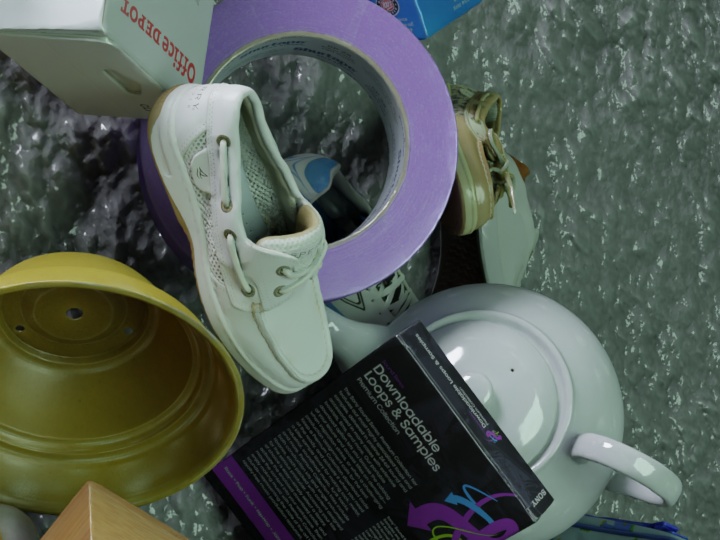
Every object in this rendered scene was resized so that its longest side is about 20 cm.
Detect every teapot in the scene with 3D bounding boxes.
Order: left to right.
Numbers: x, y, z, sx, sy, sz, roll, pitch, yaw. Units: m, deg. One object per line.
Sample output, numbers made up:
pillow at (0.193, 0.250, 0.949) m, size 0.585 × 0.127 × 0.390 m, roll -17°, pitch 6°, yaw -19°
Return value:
teapot at (0.086, 0.094, 1.178) m, size 0.146 × 0.200 × 0.198 m, roll 62°, pitch 9°, yaw -75°

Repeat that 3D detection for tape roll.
tape roll at (-0.041, -0.078, 1.128) m, size 0.200 × 0.066 × 0.200 m, roll 1°, pitch 87°, yaw -9°

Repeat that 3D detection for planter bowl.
planter bowl at (-0.168, 0.050, 1.037) m, size 0.200 × 0.200 × 0.084 m, roll 44°, pitch 28°, yaw -36°

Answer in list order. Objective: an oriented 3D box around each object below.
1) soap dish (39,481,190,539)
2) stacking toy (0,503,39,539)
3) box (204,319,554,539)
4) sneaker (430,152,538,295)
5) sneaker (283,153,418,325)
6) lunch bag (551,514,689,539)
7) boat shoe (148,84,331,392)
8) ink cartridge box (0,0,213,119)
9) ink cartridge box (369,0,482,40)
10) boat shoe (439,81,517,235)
soap dish at (-0.149, 0.241, 1.015) m, size 0.157 × 0.081 × 0.200 m, roll 35°, pitch 101°, yaw -18°
stacking toy at (-0.252, 0.152, 0.987) m, size 0.200 × 0.146 × 0.146 m, roll 15°, pitch 81°, yaw -63°
box at (0.008, 0.139, 1.136) m, size 0.143 × 0.200 × 0.036 m, roll 53°, pitch 37°, yaw 1°
sneaker at (0.103, 0.006, 1.339) m, size 0.085 × 0.073 × 0.200 m, roll 9°, pitch 84°, yaw -42°
sneaker at (0.000, 0.000, 1.241) m, size 0.200 × 0.072 × 0.072 m, roll 54°, pitch 55°, yaw -33°
lunch bag at (0.183, 0.266, 1.340) m, size 0.082 × 0.200 × 0.161 m, roll 22°, pitch 76°, yaw -44°
boat shoe at (-0.054, -0.015, 1.018) m, size 0.071 × 0.069 × 0.200 m, roll -50°, pitch 127°, yaw -43°
ink cartridge box at (-0.143, -0.204, 1.035) m, size 0.145 × 0.083 × 0.200 m, roll 42°, pitch 52°, yaw -68°
ink cartridge box at (-0.007, -0.256, 1.191) m, size 0.067 × 0.116 × 0.200 m, roll -37°, pitch 117°, yaw -36°
boat shoe at (0.079, -0.086, 1.240) m, size 0.200 × 0.063 × 0.073 m, roll -96°, pitch -176°, yaw -61°
